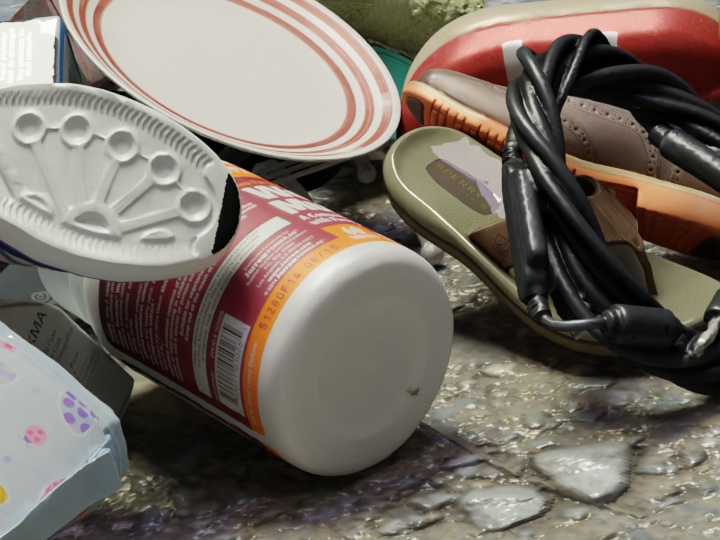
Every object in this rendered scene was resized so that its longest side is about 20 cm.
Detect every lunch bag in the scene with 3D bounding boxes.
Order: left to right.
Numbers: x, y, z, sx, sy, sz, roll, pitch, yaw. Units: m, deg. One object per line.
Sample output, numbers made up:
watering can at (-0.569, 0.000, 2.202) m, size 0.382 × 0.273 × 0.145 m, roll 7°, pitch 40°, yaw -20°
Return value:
lunch bag at (-0.216, 0.091, 0.991) m, size 0.199 × 0.128 × 0.170 m, roll 7°, pitch 31°, yaw 32°

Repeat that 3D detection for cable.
cable at (0.141, -0.036, 1.125) m, size 0.162 × 0.051 × 0.201 m, roll 9°, pitch 49°, yaw -19°

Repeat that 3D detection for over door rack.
over door rack at (0.000, 0.000, 1.252) m, size 0.147 × 0.067 × 0.200 m, roll -21°, pitch 36°, yaw -29°

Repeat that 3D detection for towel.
towel at (-0.025, -0.139, 1.513) m, size 0.148 × 0.037 × 0.200 m, roll 11°, pitch -23°, yaw -32°

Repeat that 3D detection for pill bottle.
pill bottle at (-0.060, 0.011, 1.119) m, size 0.109 × 0.110 × 0.200 m, roll -23°, pitch 34°, yaw -35°

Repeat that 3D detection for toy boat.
toy boat at (0.118, -0.069, 1.331) m, size 0.199 × 0.131 × 0.131 m, roll -5°, pitch 49°, yaw 13°

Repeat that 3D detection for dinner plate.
dinner plate at (-0.073, -0.115, 1.312) m, size 0.199 × 0.024 × 0.200 m, roll 20°, pitch 30°, yaw -12°

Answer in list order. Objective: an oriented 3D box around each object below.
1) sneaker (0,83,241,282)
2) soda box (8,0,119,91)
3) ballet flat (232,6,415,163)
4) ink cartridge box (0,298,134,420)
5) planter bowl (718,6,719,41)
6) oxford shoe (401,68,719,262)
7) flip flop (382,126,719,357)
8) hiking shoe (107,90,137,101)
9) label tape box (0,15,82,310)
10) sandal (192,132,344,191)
sneaker at (-0.150, -0.031, 1.089) m, size 0.199 × 0.081 × 0.146 m, roll 11°, pitch -13°, yaw 1°
soda box at (-0.174, -0.131, 1.441) m, size 0.068 × 0.064 × 0.200 m, roll -29°, pitch 4°, yaw -22°
ballet flat at (-0.022, -0.111, 1.451) m, size 0.199 × 0.072 × 0.072 m, roll 20°, pitch 0°, yaw -35°
ink cartridge box at (-0.223, 0.016, 1.120) m, size 0.160 × 0.200 × 0.047 m, roll 3°, pitch 59°, yaw 32°
planter bowl at (0.243, -0.121, 1.249) m, size 0.083 × 0.201 × 0.200 m, roll -15°, pitch 20°, yaw -14°
oxford shoe at (0.120, -0.071, 1.254) m, size 0.199 × 0.073 × 0.071 m, roll 22°, pitch -13°, yaw 5°
flip flop at (0.093, -0.023, 1.173) m, size 0.081 × 0.058 × 0.200 m, roll -29°, pitch 53°, yaw -35°
hiking shoe at (-0.108, -0.081, 1.435) m, size 0.086 × 0.075 × 0.200 m, roll -5°, pitch 20°, yaw 15°
label tape box at (-0.246, -0.047, 1.234) m, size 0.199 × 0.063 × 0.145 m, roll -6°, pitch 59°, yaw 2°
sandal at (-0.082, -0.048, 1.350) m, size 0.200 × 0.076 × 0.043 m, roll -23°, pitch 52°, yaw -29°
